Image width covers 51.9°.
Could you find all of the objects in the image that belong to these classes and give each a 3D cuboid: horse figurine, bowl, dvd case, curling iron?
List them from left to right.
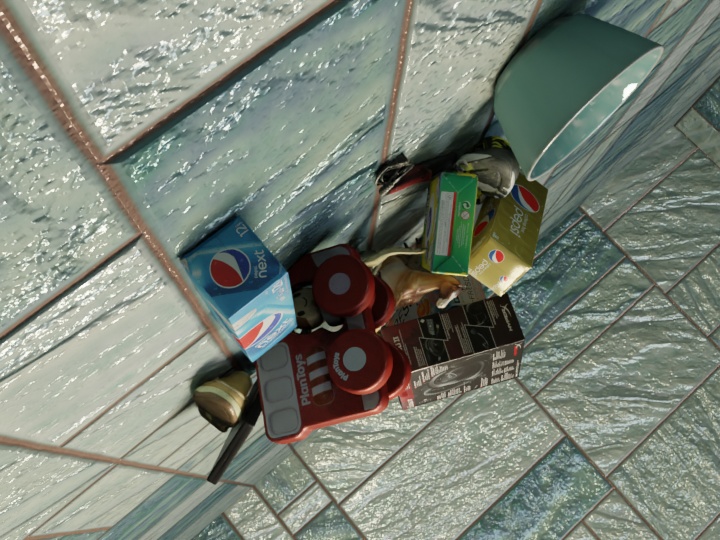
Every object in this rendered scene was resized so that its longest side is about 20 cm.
[{"bbox_3d":[-0.152,0.189,1.051,0.143,0.018,0.200,-57,-173,34],"label":"dvd case"},{"bbox_3d":[0.037,0.025,1.019,0.133,0.050,0.200,-40,-152,-12],"label":"horse figurine"},{"bbox_3d":[0.074,-0.118,0.861,0.050,0.026,0.200,-46,168,30],"label":"curling iron"},{"bbox_3d":[0.229,-0.209,0.840,0.201,0.105,0.201,-40,169,-9],"label":"bowl"}]

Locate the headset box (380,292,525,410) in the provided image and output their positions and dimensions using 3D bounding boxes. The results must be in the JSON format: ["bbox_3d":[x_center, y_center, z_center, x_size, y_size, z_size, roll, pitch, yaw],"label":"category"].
[{"bbox_3d":[0.119,0.120,1.033,0.200,0.077,0.149,-15,151,1],"label":"headset box"}]

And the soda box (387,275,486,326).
[{"bbox_3d":[0.100,0.073,1.087,0.068,0.064,0.200,3,146,-29],"label":"soda box"}]

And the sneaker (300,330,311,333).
[{"bbox_3d":[-0.075,0.122,1.084,0.091,0.076,0.200,104,6,-52],"label":"sneaker"}]

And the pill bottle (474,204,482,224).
[{"bbox_3d":[0.167,-0.041,1.245,0.112,0.112,0.200,-33,166,-36],"label":"pill bottle"}]

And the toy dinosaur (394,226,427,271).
[{"bbox_3d":[0.109,-0.027,1.123,0.200,0.086,0.136,-36,173,29],"label":"toy dinosaur"}]

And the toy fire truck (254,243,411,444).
[{"bbox_3d":[-0.045,0.077,0.821,0.168,0.200,0.112,-17,162,12],"label":"toy fire truck"}]

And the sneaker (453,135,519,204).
[{"bbox_3d":[0.166,-0.144,0.966,0.085,0.074,0.200,-55,-175,-3],"label":"sneaker"}]

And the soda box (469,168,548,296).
[{"bbox_3d":[0.194,-0.058,0.977,0.064,0.068,0.200,-50,-172,39],"label":"soda box"}]

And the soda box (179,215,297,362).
[{"bbox_3d":[-0.107,0.025,0.692,0.064,0.068,0.200,-39,169,-12],"label":"soda box"}]

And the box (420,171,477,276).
[{"bbox_3d":[0.106,-0.057,0.923,0.200,0.048,0.118,-39,134,-87],"label":"box"}]

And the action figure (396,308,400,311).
[{"bbox_3d":[0.079,0.084,1.250,0.200,0.130,0.069,-2,-107,60],"label":"action figure"}]

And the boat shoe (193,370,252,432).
[{"bbox_3d":[-0.181,0.168,1.013,0.076,0.072,0.200,-50,-178,-22],"label":"boat shoe"}]

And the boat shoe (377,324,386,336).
[{"bbox_3d":[0.011,0.088,1.074,0.073,0.063,0.201,-32,-159,20],"label":"boat shoe"}]

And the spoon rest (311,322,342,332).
[{"bbox_3d":[-0.051,0.117,0.991,0.061,0.099,0.200,24,106,-34],"label":"spoon rest"}]

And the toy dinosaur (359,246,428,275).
[{"bbox_3d":[0.000,0.000,0.939,0.088,0.047,0.200,-36,-169,-24],"label":"toy dinosaur"}]
